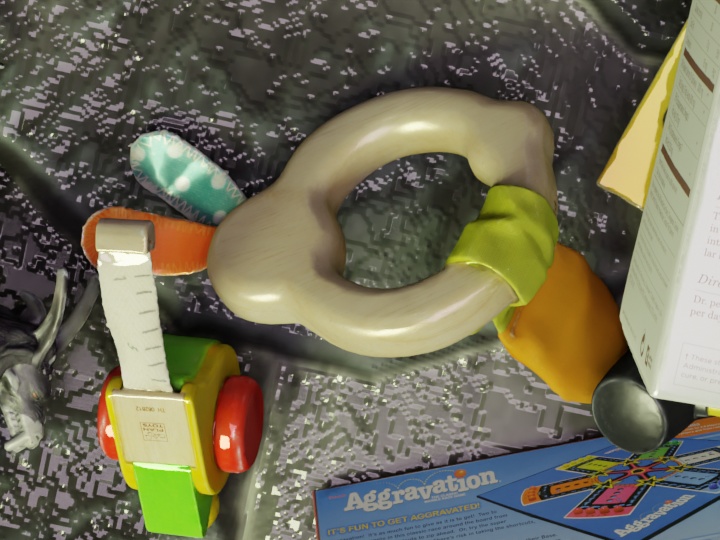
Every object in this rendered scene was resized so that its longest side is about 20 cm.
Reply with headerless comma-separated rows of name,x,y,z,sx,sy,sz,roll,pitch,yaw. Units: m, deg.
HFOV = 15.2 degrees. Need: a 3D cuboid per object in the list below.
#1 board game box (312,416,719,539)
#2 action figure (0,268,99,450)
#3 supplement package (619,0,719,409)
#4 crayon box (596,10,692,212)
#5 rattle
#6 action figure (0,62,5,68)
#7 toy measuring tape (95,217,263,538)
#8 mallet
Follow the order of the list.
board game box,0.081,0.116,1.156,0.199,0.103,0.019,-11,128,3
action figure,-0.192,0.070,1.132,0.199,0.119,0.102,-22,87,15
supplement package,0.183,-0.049,1.057,0.116,0.117,0.201,12,103,-3
crayon box,0.213,-0.048,1.143,0.200,0.051,0.127,28,101,-7
rattle,0.000,0.000,1.165,0.199,0.143,0.131,-12,71,18
action figure,-0.242,-0.121,1.098,0.200,0.102,0.119,30,90,-6
toy measuring tape,-0.080,0.035,1.130,0.073,0.074,0.200,-6,134,1
mallet,0.199,0.061,1.125,0.199,0.066,0.041,10,121,24
